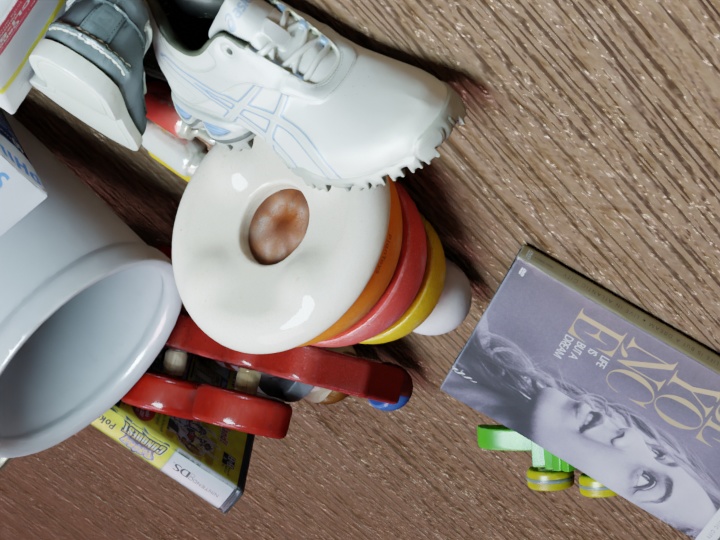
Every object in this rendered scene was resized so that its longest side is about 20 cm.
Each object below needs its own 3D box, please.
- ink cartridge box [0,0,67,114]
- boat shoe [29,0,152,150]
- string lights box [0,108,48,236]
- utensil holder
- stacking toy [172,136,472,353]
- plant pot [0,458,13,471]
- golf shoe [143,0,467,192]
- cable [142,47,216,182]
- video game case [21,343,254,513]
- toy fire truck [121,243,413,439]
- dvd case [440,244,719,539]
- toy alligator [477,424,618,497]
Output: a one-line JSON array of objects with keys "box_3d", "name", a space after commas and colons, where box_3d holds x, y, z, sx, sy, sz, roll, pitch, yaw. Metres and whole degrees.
[{"box_3d": [-0.234, -0.167, 1.487, 0.145, 0.083, 0.200, 31, 175, 1], "name": "ink cartridge box"}, {"box_3d": [-0.139, -0.114, 1.513, 0.073, 0.062, 0.200, 31, 174, 1], "name": "boat shoe"}, {"box_3d": [-0.266, -0.108, 1.659, 0.103, 0.059, 0.200, 47, -174, -41], "name": "string lights box"}, {"box_3d": [-0.243, -0.005, 1.790, 0.200, 0.170, 0.170, 43, 168, 23], "name": "utensil holder"}, {"box_3d": [0.000, 0.000, 1.596, 0.146, 0.146, 0.200, 16, 172, 39], "name": "stacking toy"}, {"box_3d": [-0.330, 0.070, 2.217, 0.183, 0.200, 0.200, 43, 162, -2], "name": "plant pot"}, {"box_3d": [-0.039, -0.102, 1.432, 0.200, 0.078, 0.097, 14, 150, 39], "name": "golf shoe"}, {"box_3d": [-0.156, -0.111, 1.629, 0.200, 0.050, 0.097, 25, 158, 17], "name": "cable"}, {"box_3d": [-0.153, 0.070, 1.962, 0.181, 0.026, 0.200, 34, -158, -12], "name": "video game case"}, {"box_3d": [-0.054, 0.056, 1.865, 0.168, 0.112, 0.200, 14, 178, -41], "name": "toy fire truck"}, {"box_3d": [0.156, 0.079, 1.617, 0.200, 0.016, 0.149, 30, 142, 2], "name": "dvd case"}, {"box_3d": [0.162, 0.108, 1.719, 0.200, 0.059, 0.054, 2, -169, 41], "name": "toy alligator"}]
